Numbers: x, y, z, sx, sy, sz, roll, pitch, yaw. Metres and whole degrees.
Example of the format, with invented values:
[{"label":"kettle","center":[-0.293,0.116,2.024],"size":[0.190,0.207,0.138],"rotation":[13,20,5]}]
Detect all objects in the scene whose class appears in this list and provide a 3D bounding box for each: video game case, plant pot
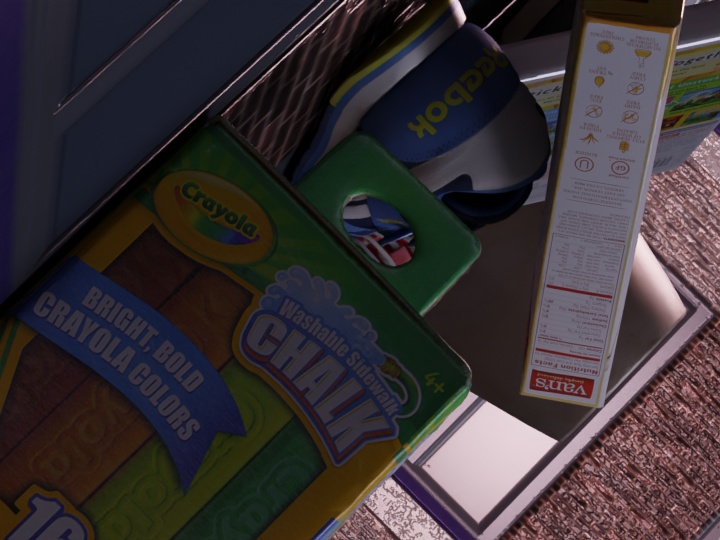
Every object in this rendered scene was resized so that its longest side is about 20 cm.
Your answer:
[{"label":"video game case","center":[0.095,-0.072,1.217],"size":[0.200,0.023,0.182],"rotation":[-13,163,-19]},{"label":"plant pot","center":[0.106,0.007,1.620],"size":[0.200,0.174,0.200],"rotation":[-46,174,-6]}]

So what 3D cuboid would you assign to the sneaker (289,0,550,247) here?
[{"label":"sneaker","center":[0.026,-0.043,1.040],"size":[0.074,0.082,0.200],"rotation":[-46,177,-13]}]

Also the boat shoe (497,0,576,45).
[{"label":"boat shoe","center":[0.085,-0.088,1.280],"size":[0.073,0.062,0.200],"rotation":[-46,178,-42]}]

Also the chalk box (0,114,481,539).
[{"label":"chalk box","center":[-0.046,0.038,0.859],"size":[0.200,0.124,0.124],"rotation":[-46,176,-10]}]

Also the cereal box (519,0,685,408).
[{"label":"cereal box","center":[0.097,-0.065,0.992],"size":[0.200,0.039,0.144],"rotation":[95,6,-46]}]

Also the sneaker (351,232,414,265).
[{"label":"sneaker","center":[0.000,0.000,1.182],"size":[0.087,0.074,0.200],"rotation":[-34,-178,-5]}]

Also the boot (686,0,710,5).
[{"label":"boot","center":[0.141,-0.148,1.295],"size":[0.200,0.074,0.096],"rotation":[-55,167,14]}]
